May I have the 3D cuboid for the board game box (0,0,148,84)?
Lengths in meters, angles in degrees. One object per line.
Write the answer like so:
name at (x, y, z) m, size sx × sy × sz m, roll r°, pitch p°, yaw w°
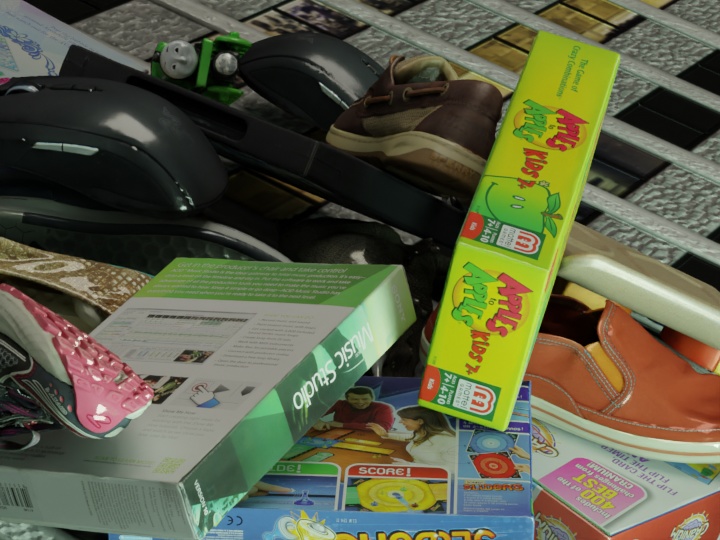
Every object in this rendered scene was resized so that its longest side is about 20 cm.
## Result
board game box at (-0.268, -0.129, 1.586) m, size 0.199 × 0.044 × 0.199 m, roll 29°, pitch 30°, yaw 26°

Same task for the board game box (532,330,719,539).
board game box at (0.132, 0.095, 1.380) m, size 0.153 × 0.041 × 0.199 m, roll 35°, pitch 32°, yaw 33°

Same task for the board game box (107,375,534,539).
board game box at (-0.016, 0.095, 1.249) m, size 0.198 × 0.035 × 0.136 m, roll 2°, pitch 26°, yaw 3°

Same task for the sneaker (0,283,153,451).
sneaker at (-0.164, 0.053, 1.168) m, size 0.081 × 0.075 × 0.199 m, roll 38°, pitch -16°, yaw -32°

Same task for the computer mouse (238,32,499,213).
computer mouse at (0.024, -0.114, 1.688) m, size 0.199 × 0.046 × 0.140 m, roll 33°, pitch 28°, yaw 10°

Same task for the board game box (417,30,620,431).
board game box at (0.081, -0.024, 1.297) m, size 0.047 × 0.102 × 0.200 m, roll 16°, pitch 38°, yaw 6°

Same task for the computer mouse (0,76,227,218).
computer mouse at (-0.174, -0.072, 1.352) m, size 0.199 × 0.046 × 0.140 m, roll 22°, pitch 33°, yaw 15°

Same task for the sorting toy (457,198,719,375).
sorting toy at (0.156, 0.012, 1.480) m, size 0.184 × 0.037 × 0.200 m, roll 24°, pitch 6°, yaw -22°

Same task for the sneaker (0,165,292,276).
sneaker at (-0.118, -0.030, 1.441) m, size 0.201 × 0.077 × 0.146 m, roll 14°, pitch 29°, yaw -1°

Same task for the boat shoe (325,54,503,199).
boat shoe at (0.036, -0.086, 1.470) m, size 0.072 × 0.072 × 0.200 m, roll 23°, pitch -1°, yaw -14°

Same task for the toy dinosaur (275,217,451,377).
toy dinosaur at (0.000, 0.000, 1.450) m, size 0.102 × 0.077 × 0.200 m, roll 13°, pitch 26°, yaw -42°

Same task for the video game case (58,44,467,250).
video game case at (-0.051, -0.069, 1.496) m, size 0.180 × 0.026 × 0.200 m, roll 23°, pitch 0°, yaw 30°

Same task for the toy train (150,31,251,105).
toy train at (-0.102, -0.124, 1.592) m, size 0.056 × 0.042 × 0.200 m, roll 10°, pitch 0°, yaw -6°

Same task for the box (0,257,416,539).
box at (-0.082, 0.056, 1.231) m, size 0.144 × 0.037 × 0.200 m, roll 2°, pitch 32°, yaw 35°

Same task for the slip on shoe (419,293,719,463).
slip on shoe at (0.131, 0.050, 1.351) m, size 0.199 × 0.062 × 0.074 m, roll 19°, pitch 24°, yaw 3°

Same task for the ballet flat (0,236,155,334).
ballet flat at (-0.191, 0.017, 1.326) m, size 0.198 × 0.071 × 0.066 m, roll 9°, pitch 41°, yaw -5°
